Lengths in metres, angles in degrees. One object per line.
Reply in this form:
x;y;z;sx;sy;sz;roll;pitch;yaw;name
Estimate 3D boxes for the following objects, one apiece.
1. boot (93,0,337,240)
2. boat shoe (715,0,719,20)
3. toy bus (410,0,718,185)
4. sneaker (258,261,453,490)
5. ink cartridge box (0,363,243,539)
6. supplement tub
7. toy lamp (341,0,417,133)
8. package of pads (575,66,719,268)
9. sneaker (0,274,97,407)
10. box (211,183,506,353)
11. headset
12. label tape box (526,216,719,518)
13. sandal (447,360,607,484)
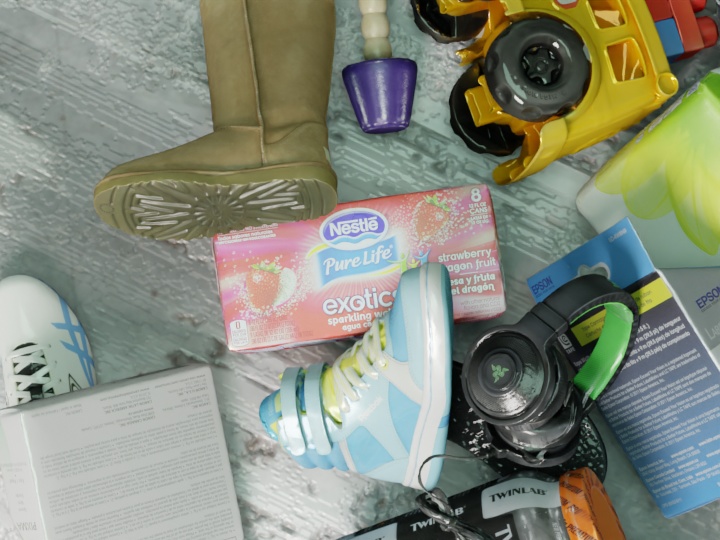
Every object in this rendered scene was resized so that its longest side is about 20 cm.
-0.100;-0.119;1.384;0.175;0.066;0.200;-2;53;-5;boot
0.277;-0.203;1.374;0.068;0.200;0.072;32;131;-31;boat shoe
0.150;-0.184;1.401;0.192;0.136;0.200;-19;84;-13;toy bus
-0.003;0.073;1.327;0.130;0.080;0.200;4;132;0;sneaker
-0.162;0.178;1.380;0.161;0.050;0.200;-12;93;-38;ink cartridge box
0.081;0.214;1.354;0.200;0.123;0.123;-23;86;15;supplement tub
0.009;-0.201;1.435;0.058;0.058;0.200;-4;85;1;toy lamp
0.266;-0.026;1.378;0.200;0.068;0.155;50;131;3;package of pads
-0.224;0.098;1.413;0.072;0.072;0.200;-16;85;2;sneaker
0.000;0.000;1.400;0.200;0.100;0.096;-8;87;1;box
0.117;0.094;1.291;0.200;0.124;0.094;-44;57;-10;headset
0.218;0.060;1.367;0.066;0.143;0.200;-28;85;-32;label tape box
0.090;0.100;1.419;0.200;0.048;0.075;24;103;15;sandal
